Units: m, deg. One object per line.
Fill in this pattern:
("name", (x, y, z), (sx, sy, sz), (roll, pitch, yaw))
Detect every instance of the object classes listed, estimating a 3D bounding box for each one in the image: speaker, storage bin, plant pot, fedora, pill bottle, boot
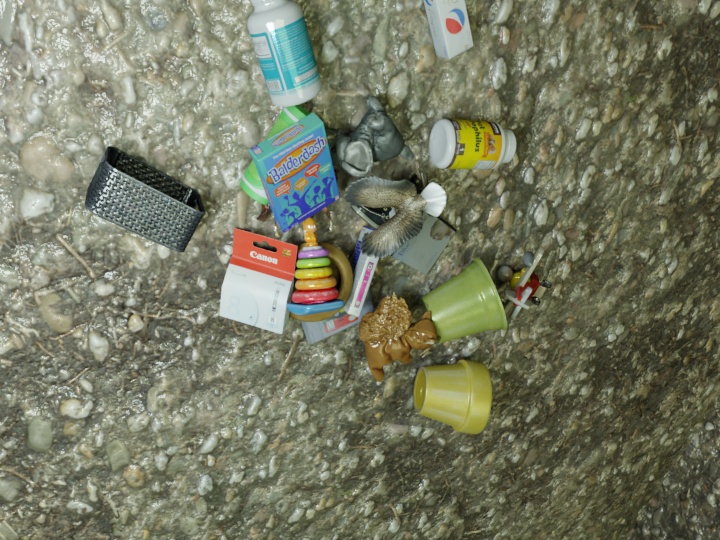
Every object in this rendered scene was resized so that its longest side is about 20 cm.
("speaker", (-0.168, -0.241, 1.144), (0.087, 0.089, 0.202), (26, 108, -32))
("storage bin", (-0.412, -0.135, 1.065), (0.197, 0.136, 0.095), (28, 102, -32))
("plant pot", (0.256, 0.356, 1.593), (0.182, 0.202, 0.207), (8, 114, -9))
("fedora", (-0.112, 0.019, 1.300), (0.192, 0.082, 0.208), (-1, 110, -4))
("plant pot", (0.267, 0.097, 1.472), (0.179, 0.202, 0.204), (-23, 123, 2))
("pill bottle", (0.267, -0.296, 1.306), (0.193, 0.110, 0.113), (-4, 117, -23))
("pill bottle", (-0.147, -0.428, 1.051), (0.108, 0.111, 0.205), (-23, 123, -11))
("boot", (0.082, -0.166, 1.308), (0.200, 0.074, 0.156), (22, 107, -39))

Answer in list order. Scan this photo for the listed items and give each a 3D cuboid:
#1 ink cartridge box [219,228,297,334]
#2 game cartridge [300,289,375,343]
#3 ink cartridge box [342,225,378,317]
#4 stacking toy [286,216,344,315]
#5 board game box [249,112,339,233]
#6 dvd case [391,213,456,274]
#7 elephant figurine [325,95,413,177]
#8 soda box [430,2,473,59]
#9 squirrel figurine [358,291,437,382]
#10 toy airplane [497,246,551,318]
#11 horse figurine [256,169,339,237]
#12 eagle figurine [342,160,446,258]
("ink cartridge box", (-0.229, 0.026, 1.237), (0.154, 0.047, 0.206), (15, 115, 7))
("game cartridge", (-0.062, 0.090, 1.399), (0.195, 0.041, 0.137), (-24, 119, -12))
("ink cartridge box", (0.000, 0.000, 1.317), (0.036, 0.094, 0.207), (15, 94, -22))
("stacking toy", (-0.103, -0.013, 1.203), (0.107, 0.115, 0.208), (-6, 93, -34))
("board game box", (-0.126, -0.192, 1.118), (0.150, 0.045, 0.203), (-33, 144, -15))
("dvd case", (0.159, -0.074, 1.382), (0.145, 0.017, 0.198), (-55, 145, 9))
("elephant figurine", (-0.013, -0.267, 1.199), (0.198, 0.158, 0.141), (-36, 158, 10))
("soda box", (0.176, -0.560, 1.159), (0.067, 0.064, 0.204), (-27, 124, -8))
("squirrel figurine", (0.097, 0.158, 1.390), (0.180, 0.145, 0.203), (-13, 134, 16))
("toy airplane", (0.434, 0.044, 1.536), (0.200, 0.140, 0.200), (-46, 157, -12))
("horse figurine", (-0.136, -0.150, 1.231), (0.193, 0.050, 0.138), (-6, 108, -16))
("eagle figurine", (0.079, -0.132, 1.204), (0.195, 0.153, 0.154), (-21, 144, -26))
